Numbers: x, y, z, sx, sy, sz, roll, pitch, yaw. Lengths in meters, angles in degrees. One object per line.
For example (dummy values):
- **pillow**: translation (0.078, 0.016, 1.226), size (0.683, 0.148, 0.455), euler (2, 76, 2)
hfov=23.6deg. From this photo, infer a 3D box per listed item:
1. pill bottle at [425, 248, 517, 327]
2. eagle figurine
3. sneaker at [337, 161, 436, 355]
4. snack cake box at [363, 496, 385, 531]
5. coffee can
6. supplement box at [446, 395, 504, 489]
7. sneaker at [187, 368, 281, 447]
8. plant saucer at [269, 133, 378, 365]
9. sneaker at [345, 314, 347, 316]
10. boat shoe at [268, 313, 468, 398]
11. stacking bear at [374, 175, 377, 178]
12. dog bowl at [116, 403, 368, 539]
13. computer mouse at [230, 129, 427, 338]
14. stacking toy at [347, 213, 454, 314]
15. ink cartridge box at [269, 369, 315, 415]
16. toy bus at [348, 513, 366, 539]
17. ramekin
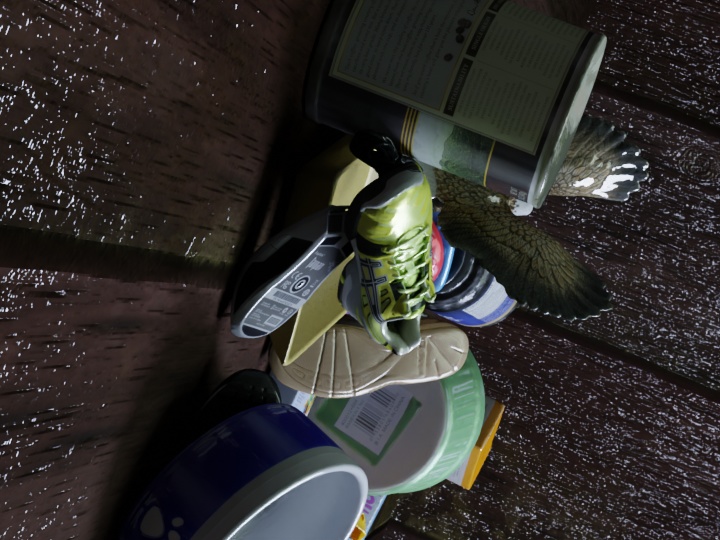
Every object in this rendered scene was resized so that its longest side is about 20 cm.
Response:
- **pill bottle**: translation (0.102, -0.005, 1.857), size (0.112, 0.112, 0.200), euler (-68, 157, -1)
- **eagle figurine**: translation (0.127, -0.058, 1.463), size (0.151, 0.200, 0.152), euler (-39, 131, -39)
- **sneaker**: translation (0.033, -0.010, 1.341), size (0.075, 0.076, 0.200), euler (-30, 153, -19)
- **snack cake box**: translation (-0.013, 0.210, 1.925), size (0.200, 0.115, 0.067), euler (-65, 173, 22)
- **coffee can**: translation (0.075, -0.152, 1.360), size (0.146, 0.200, 0.147), euler (22, 90, -81)
- **supplement box**: translation (0.066, 0.174, 2.109), size (0.074, 0.200, 0.126), euler (-59, 169, -28)
- **sneaker**: translation (-0.107, 0.136, 1.453), size (0.088, 0.076, 0.200), euler (-84, -173, -46)
- **plant saucer**: translation (-0.018, -0.044, 1.501), size (0.200, 0.048, 0.200), euler (-41, 154, -54)
- **sneaker**: translation (0.012, 0.059, 1.930), size (0.098, 0.071, 0.201), euler (-42, 151, -72)
- **boat shoe**: translation (0.002, 0.074, 1.632), size (0.065, 0.200, 0.072), euler (-143, -129, -61)
- **stacking bear**: translation (0.071, -0.185, 1.594), size (0.121, 0.114, 0.200), euler (-47, 153, -67)
- **dog bowl**: translation (-0.093, 0.202, 1.348), size (0.200, 0.079, 0.200), euler (-36, 152, -23)
- **computer mouse**: translation (-0.037, -0.027, 1.355), size (0.200, 0.044, 0.110), euler (-44, 157, 9)
- **stacking toy**: translation (0.000, 0.000, 1.668), size (0.200, 0.116, 0.110), euler (-40, 150, -49)
- **ink cartridge box**: translation (-0.075, 0.133, 1.687), size (0.119, 0.042, 0.200), euler (68, 43, -78)
- **toy bus**: translation (-0.058, 0.251, 1.535), size (0.200, 0.136, 0.192), euler (-3, -119, 49)
- **ramekin**: translation (0.022, 0.139, 1.795), size (0.200, 0.200, 0.098), euler (-69, 164, 8)
